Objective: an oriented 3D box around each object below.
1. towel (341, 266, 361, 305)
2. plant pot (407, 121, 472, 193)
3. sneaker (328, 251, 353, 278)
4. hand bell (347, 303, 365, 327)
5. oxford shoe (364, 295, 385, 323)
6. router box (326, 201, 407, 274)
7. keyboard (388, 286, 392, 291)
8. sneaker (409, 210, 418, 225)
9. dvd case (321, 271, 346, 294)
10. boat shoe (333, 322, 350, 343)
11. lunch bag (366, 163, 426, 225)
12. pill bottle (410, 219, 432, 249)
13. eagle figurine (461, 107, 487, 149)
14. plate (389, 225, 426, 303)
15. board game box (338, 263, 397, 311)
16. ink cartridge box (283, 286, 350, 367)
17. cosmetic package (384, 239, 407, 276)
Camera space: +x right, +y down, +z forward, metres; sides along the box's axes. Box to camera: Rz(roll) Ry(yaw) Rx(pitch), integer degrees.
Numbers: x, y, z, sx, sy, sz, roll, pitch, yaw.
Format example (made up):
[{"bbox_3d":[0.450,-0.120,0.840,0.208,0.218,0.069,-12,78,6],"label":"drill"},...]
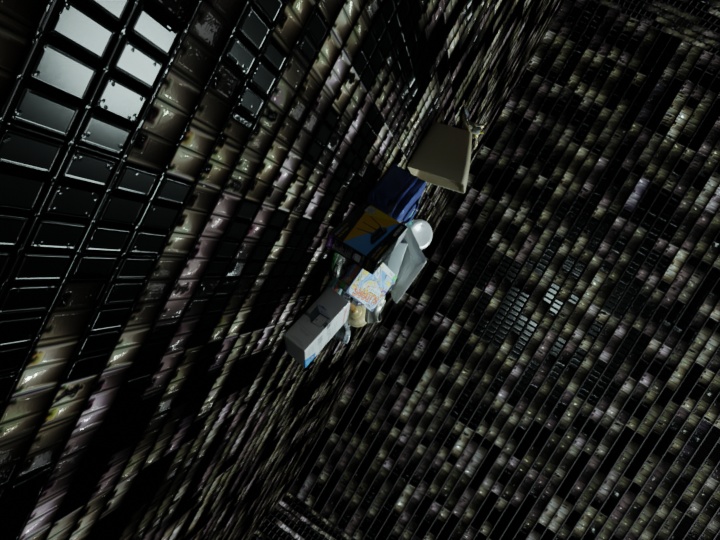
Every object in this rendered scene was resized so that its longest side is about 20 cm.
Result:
[{"bbox_3d":[0.000,0.000,1.661,0.200,0.085,0.167,-59,161,-68],"label":"towel"},{"bbox_3d":[0.292,-0.392,1.792,0.200,0.198,0.179,7,102,-78],"label":"plant pot"},{"bbox_3d":[-0.024,-0.047,1.490,0.200,0.085,0.078,-51,166,-37],"label":"sneaker"},{"bbox_3d":[-0.026,0.146,1.936,0.105,0.104,0.200,-58,166,-7],"label":"hand bell"},{"bbox_3d":[0.055,0.080,1.670,0.075,0.057,0.202,-50,150,-66],"label":"oxford shoe"},{"bbox_3d":[0.021,-0.091,1.403,0.200,0.148,0.051,-49,166,-47],"label":"router box"},{"bbox_3d":[0.045,0.061,1.797,0.199,0.021,0.128,-4,-128,58],"label":"keyboard"},{"bbox_3d":[0.143,-0.170,1.836,0.079,0.072,0.200,-16,166,-24],"label":"sneaker"},{"bbox_3d":[-0.087,0.075,1.696,0.147,0.022,0.200,-56,168,-19],"label":"dvd case"},{"bbox_3d":[-0.088,0.226,1.969,0.199,0.067,0.074,-123,-131,-75],"label":"boat shoe"},{"bbox_3d":[0.106,-0.202,1.552,0.201,0.131,0.136,-54,168,-31],"label":"lunch bag"},{"bbox_3d":[0.175,-0.136,1.941,0.110,0.109,0.200,-58,-157,-8],"label":"pill bottle"},{"bbox_3d":[0.449,-0.599,2.196,0.199,0.150,0.154,-8,89,-40],"label":"eagle figurine"},{"bbox_3d":[0.132,-0.026,1.769,0.200,0.032,0.201,-58,-147,32],"label":"plate"},{"bbox_3d":[0.026,0.032,1.535,0.136,0.034,0.200,-54,148,-2],"label":"board game box"},{"bbox_3d":[-0.127,0.168,1.531,0.200,0.086,0.147,-49,166,-25],"label":"ink cartridge box"},{"bbox_3d":[0.090,-0.069,1.738,0.201,0.051,0.152,-111,-148,-59],"label":"cosmetic package"}]
